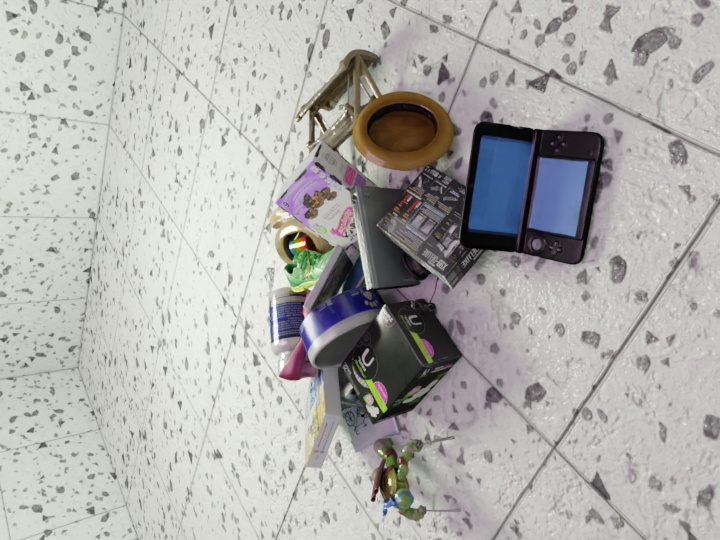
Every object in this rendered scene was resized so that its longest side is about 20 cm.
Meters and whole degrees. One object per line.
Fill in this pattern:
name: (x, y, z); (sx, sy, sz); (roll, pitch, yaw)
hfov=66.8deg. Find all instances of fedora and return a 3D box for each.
fedora: (0.082, -0.254, 1.065); (0.204, 0.196, 0.082); (61, 169, 26)

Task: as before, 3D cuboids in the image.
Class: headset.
headset: (0.125, -0.022, 1.058); (0.122, 0.092, 0.207); (-18, 68, 48)

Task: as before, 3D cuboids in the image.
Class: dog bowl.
dog bowl: (-0.029, 0.125, 1.168); (0.201, 0.196, 0.080); (-50, 58, 38)

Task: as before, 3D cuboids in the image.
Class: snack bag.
snack bag: (0.002, 0.309, 1.279); (0.188, 0.021, 0.205); (-39, 64, 43)

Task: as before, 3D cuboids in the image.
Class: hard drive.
hard drive: (0.050, -0.065, 1.107); (0.032, 0.137, 0.207); (-17, 80, 45)

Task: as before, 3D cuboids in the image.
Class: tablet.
tablet: (0.000, 0.000, 1.214); (0.202, 0.013, 0.132); (-58, 14, 34)

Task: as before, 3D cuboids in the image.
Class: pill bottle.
pill bottle: (-0.168, 0.155, 1.367); (0.119, 0.117, 0.206); (-31, 58, 45)

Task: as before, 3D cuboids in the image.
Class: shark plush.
shark plush: (-0.015, 0.303, 1.237); (0.084, 0.091, 0.199); (47, 126, -2)

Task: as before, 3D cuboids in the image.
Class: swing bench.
swing bench: (-0.040, -0.345, 1.203); (0.198, 0.127, 0.206); (-33, 68, 45)

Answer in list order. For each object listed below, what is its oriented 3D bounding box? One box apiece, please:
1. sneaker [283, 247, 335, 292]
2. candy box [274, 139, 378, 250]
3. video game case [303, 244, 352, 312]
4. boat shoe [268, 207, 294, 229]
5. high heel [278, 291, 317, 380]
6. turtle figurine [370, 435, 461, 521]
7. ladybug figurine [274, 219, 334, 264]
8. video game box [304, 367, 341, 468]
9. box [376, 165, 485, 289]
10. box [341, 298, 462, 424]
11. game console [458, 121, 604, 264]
sneaker: (-0.116, -0.011, 1.275); (0.197, 0.075, 0.084); (-26, 109, 41)
candy box: (-0.060, -0.154, 1.189); (0.167, 0.198, 0.073); (-35, 27, 43)
video game case: (-0.066, 0.029, 1.193); (0.018, 0.200, 0.146); (27, 85, 9)
boat shoe: (-0.172, -0.136, 1.414); (0.197, 0.070, 0.067); (-21, 76, 47)
high heel: (-0.145, 0.152, 1.279); (0.067, 0.093, 0.207); (119, 151, -84)
turtle figurine: (0.104, 0.426, 1.128); (0.147, 0.197, 0.193); (61, 165, -14)
ladybug figurine: (-0.133, -0.070, 1.354); (0.196, 0.072, 0.139); (-6, 115, 40)
video game box: (-0.092, 0.320, 1.283); (0.202, 0.045, 0.186); (-100, 23, -54)
box: (0.146, -0.086, 1.003); (0.159, 0.050, 0.199); (-49, 50, -2)
box: (0.078, 0.181, 1.104); (0.150, 0.122, 0.202); (56, 130, 28)
game console: (0.268, -0.123, 0.869); (0.174, 0.114, 0.207); (19, 107, 47)
